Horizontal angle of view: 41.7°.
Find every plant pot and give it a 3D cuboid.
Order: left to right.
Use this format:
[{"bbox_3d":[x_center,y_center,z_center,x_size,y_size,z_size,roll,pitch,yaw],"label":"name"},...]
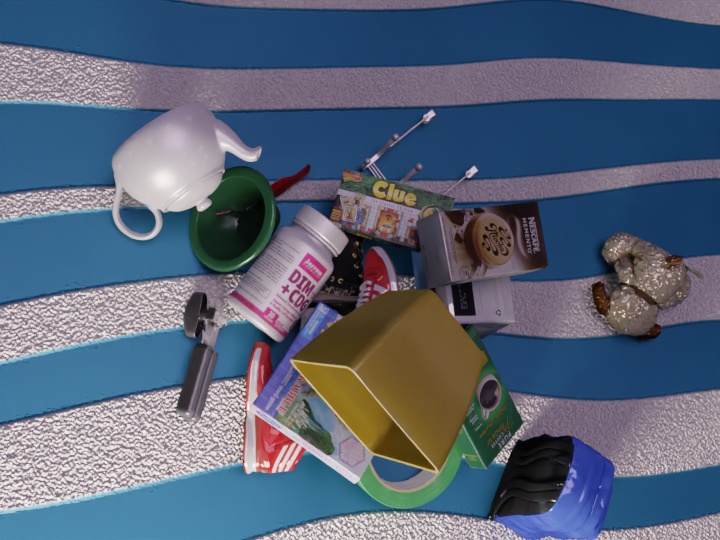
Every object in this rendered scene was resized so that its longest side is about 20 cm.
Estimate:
[{"bbox_3d":[0.054,0.136,1.331,0.177,0.199,0.201,-48,109,-21],"label":"plant pot"}]

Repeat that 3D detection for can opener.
[{"bbox_3d":[-0.256,0.136,1.494,0.065,0.053,0.204,2,67,16],"label":"can opener"}]

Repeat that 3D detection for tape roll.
[{"bbox_3d":[0.071,0.280,1.538,0.196,0.048,0.205,-1,92,-19],"label":"tape roll"}]

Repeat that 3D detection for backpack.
[{"bbox_3d":[0.336,0.362,1.568,0.166,0.200,0.165,26,65,-12],"label":"backpack"}]

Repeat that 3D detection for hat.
[{"bbox_3d":[-0.164,-0.079,1.598,0.199,0.175,0.167,-38,66,16],"label":"hat"}]

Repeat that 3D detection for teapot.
[{"bbox_3d":[-0.288,-0.158,1.495,0.196,0.199,0.148,-35,94,-36],"label":"teapot"}]

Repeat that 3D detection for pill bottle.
[{"bbox_3d":[-0.114,0.003,1.519,0.113,0.113,0.201,37,83,-7],"label":"pill bottle"}]

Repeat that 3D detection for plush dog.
[{"bbox_3d":[0.536,0.043,1.794,0.198,0.160,0.174,33,91,-7],"label":"plush dog"}]

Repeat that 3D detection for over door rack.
[{"bbox_3d":[0.114,-0.193,1.728,0.199,0.067,0.149,-39,91,-27],"label":"over door rack"}]

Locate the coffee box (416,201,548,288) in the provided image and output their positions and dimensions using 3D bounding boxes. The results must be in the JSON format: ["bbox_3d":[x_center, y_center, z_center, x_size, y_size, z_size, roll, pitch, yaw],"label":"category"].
[{"bbox_3d":[0.200,-0.043,1.546,0.197,0.080,0.116,-8,85,-28],"label":"coffee box"}]

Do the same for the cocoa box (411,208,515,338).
[{"bbox_3d":[0.174,0.010,1.651,0.131,0.131,0.204,0,73,-20],"label":"cocoa box"}]

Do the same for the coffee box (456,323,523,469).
[{"bbox_3d":[0.181,0.205,1.535,0.123,0.044,0.202,-42,110,-35],"label":"coffee box"}]

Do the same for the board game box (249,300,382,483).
[{"bbox_3d":[-0.036,0.185,1.457,0.198,0.041,0.202,33,66,-1],"label":"board game box"}]

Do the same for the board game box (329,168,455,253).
[{"bbox_3d":[0.052,-0.096,1.587,0.196,0.024,0.107,15,73,5],"label":"board game box"}]

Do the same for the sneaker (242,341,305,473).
[{"bbox_3d":[-0.124,0.217,1.486,0.113,0.078,0.205,3,85,-3],"label":"sneaker"}]

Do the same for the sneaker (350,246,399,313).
[{"bbox_3d":[0.003,0.061,1.453,0.110,0.071,0.204,-3,71,-20],"label":"sneaker"}]

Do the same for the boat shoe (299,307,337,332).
[{"bbox_3d":[-0.088,0.160,1.540,0.068,0.071,0.204,8,84,21],"label":"boat shoe"}]

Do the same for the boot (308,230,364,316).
[{"bbox_3d":[-0.001,-0.001,1.581,0.199,0.074,0.157,3,64,18],"label":"boot"}]
